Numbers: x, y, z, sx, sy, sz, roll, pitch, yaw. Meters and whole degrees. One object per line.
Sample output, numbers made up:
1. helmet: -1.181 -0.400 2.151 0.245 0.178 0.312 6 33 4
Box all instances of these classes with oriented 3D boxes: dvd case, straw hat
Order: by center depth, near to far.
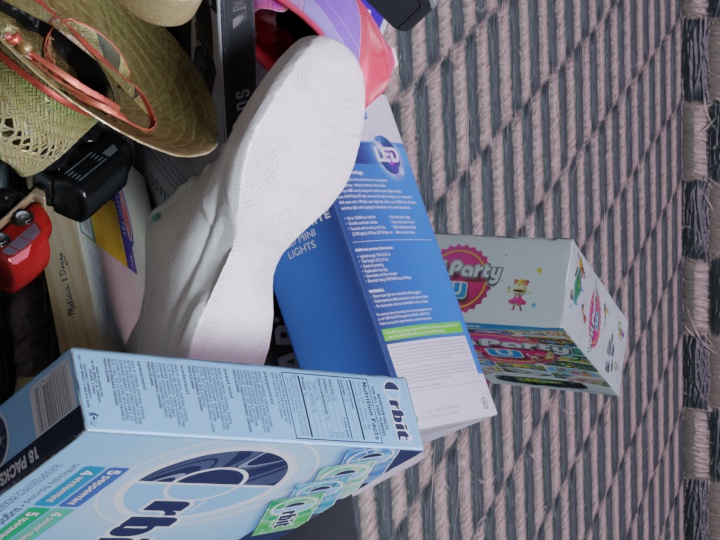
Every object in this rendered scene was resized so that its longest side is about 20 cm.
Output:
1. straw hat: -0.167 -0.095 1.028 0.085 0.201 0.201 -48 171 18
2. dvd case: -0.094 -0.096 1.153 0.150 0.025 0.201 -131 -148 -49

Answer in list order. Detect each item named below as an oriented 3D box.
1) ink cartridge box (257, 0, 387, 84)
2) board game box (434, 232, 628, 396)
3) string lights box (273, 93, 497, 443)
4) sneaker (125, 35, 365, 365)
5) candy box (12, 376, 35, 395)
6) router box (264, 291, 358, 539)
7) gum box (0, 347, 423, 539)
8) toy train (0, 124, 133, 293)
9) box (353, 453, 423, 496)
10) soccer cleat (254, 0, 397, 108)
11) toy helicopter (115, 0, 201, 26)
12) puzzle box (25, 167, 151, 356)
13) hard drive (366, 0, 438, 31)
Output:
1. ink cartridge box: -0.065 -0.208 1.296 0.200 0.043 0.198 38 46 -18
2. board game box: 0.091 0.029 1.421 0.200 0.147 0.065 43 53 -66
3. string lights box: 0.000 0.000 1.173 0.103 0.059 0.201 -2 71 -58
4. sneaker: -0.070 -0.033 1.067 0.075 0.088 0.201 23 91 -43
5. candy box: -0.147 0.154 1.187 0.200 0.055 0.116 61 34 -58
6. router box: -0.051 0.110 1.222 0.157 0.052 0.201 116 -30 -60
7. gum box: -0.098 0.098 1.025 0.200 0.170 0.045 8 58 -39
8. toy train: -0.176 -0.011 1.028 0.200 0.046 0.034 -48 153 -41
9. box: -0.030 0.053 1.452 0.200 0.105 0.185 -11 103 -71
10. soccer cleat: -0.056 -0.167 1.122 0.200 0.067 0.076 56 34 7
11. toy helicopter: -0.162 -0.162 0.934 0.079 0.199 0.133 -52 -150 39
12. puzzle box: -0.135 0.019 1.141 0.133 0.025 0.201 45 29 -66
13. hard drive: -0.001 -0.226 1.260 0.140 0.033 0.200 44 21 -10
